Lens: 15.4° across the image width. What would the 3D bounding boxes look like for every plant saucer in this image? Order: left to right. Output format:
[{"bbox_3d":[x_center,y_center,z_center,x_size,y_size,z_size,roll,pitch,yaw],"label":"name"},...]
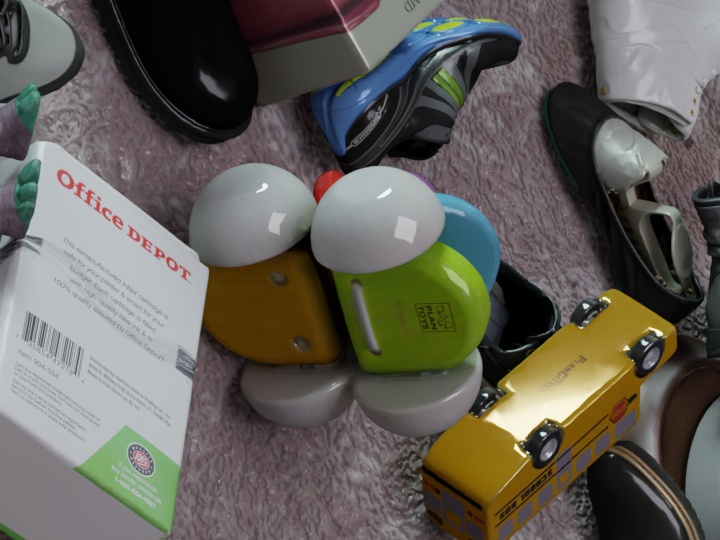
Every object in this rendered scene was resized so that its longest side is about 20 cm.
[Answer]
[{"bbox_3d":[0.261,0.146,2.019,0.200,0.032,0.201,13,71,-44],"label":"plant saucer"}]

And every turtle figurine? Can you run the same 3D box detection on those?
[{"bbox_3d":[-0.278,-0.074,1.466,0.199,0.101,0.151,8,64,-18],"label":"turtle figurine"}]

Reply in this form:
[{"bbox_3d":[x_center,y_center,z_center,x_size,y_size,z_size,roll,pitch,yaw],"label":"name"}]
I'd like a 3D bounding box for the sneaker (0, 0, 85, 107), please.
[{"bbox_3d":[-0.237,-0.145,1.550,0.200,0.079,0.074,15,68,-44],"label":"sneaker"}]

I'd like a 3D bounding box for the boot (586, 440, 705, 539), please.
[{"bbox_3d":[0.185,0.236,1.892,0.138,0.077,0.201,-35,104,-39],"label":"boot"}]

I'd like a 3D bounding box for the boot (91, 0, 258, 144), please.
[{"bbox_3d":[-0.092,-0.183,1.648,0.079,0.157,0.212,-47,113,-41],"label":"boot"}]

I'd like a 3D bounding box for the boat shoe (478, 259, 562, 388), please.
[{"bbox_3d":[0.105,0.035,1.860,0.199,0.066,0.075,42,52,-31],"label":"boat shoe"}]

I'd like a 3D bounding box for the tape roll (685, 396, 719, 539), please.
[{"bbox_3d":[0.320,0.183,2.021,0.202,0.037,0.204,13,72,-44],"label":"tape roll"}]

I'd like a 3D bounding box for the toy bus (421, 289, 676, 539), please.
[{"bbox_3d":[0.131,0.101,1.824,0.200,0.065,0.079,-39,143,-28],"label":"toy bus"}]

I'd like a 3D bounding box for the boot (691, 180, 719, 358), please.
[{"bbox_3d":[0.298,-0.003,2.015,0.200,0.069,0.132,3,81,-75],"label":"boot"}]

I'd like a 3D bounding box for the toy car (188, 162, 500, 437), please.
[{"bbox_3d":[0.000,0.000,1.676,0.150,0.199,0.176,-53,135,-46],"label":"toy car"}]

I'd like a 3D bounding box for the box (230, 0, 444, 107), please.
[{"bbox_3d":[-0.046,-0.230,1.742,0.128,0.109,0.201,-46,113,-42],"label":"box"}]

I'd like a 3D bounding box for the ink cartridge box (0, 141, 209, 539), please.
[{"bbox_3d":[-0.172,0.050,1.530,0.145,0.084,0.201,39,38,-32],"label":"ink cartridge box"}]

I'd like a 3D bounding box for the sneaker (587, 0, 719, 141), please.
[{"bbox_3d":[0.253,-0.153,2.060,0.199,0.074,0.116,6,79,-35],"label":"sneaker"}]

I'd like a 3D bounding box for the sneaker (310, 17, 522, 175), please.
[{"bbox_3d":[0.039,-0.122,1.841,0.199,0.071,0.083,-34,119,-43],"label":"sneaker"}]

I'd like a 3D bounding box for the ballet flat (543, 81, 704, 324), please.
[{"bbox_3d":[0.205,-0.054,1.982,0.068,0.068,0.201,-36,106,-43],"label":"ballet flat"}]
